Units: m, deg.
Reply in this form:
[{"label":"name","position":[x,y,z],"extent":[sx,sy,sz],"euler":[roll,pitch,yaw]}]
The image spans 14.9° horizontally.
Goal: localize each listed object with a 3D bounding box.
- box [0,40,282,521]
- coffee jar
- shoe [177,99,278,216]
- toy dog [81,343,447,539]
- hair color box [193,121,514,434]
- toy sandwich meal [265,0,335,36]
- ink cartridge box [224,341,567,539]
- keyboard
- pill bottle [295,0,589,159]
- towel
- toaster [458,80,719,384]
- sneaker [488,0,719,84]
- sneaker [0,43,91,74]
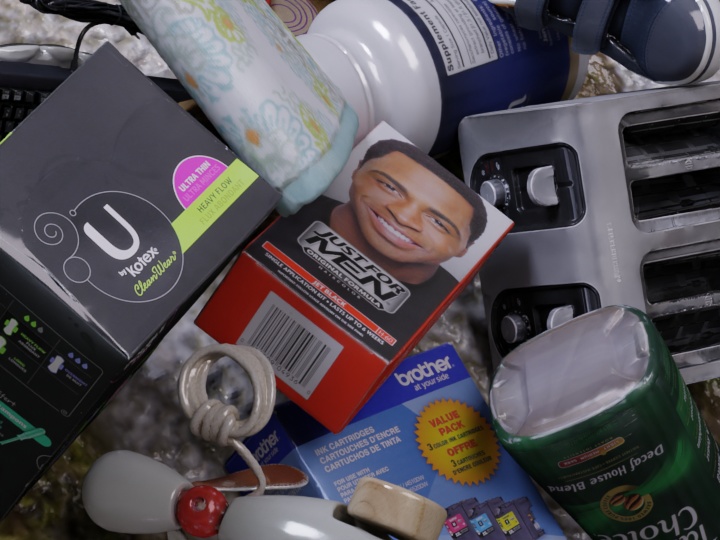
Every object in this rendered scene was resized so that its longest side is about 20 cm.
[{"label":"box","position":[-0.160,0.010,1.422],"extent":[0.124,0.200,0.149],"euler":[41,49,0]},{"label":"coffee jar","position":[0.160,0.116,1.547],"extent":[0.200,0.104,0.085],"euler":[52,21,-37]},{"label":"shoe","position":[-0.086,-0.054,1.536],"extent":[0.200,0.053,0.070],"euler":[10,72,-73]},{"label":"toy dog","position":[-0.038,0.143,1.433],"extent":[0.200,0.096,0.132],"euler":[39,84,27]},{"label":"hair color box","position":[0.000,0.000,1.520],"extent":[0.101,0.061,0.200],"euler":[37,32,3]},{"label":"toy sandwich meal","position":[-0.064,-0.229,1.715],"extent":[0.205,0.070,0.205],"euler":[14,55,-21]},{"label":"ink cartridge box","position":[0.019,0.129,1.532],"extent":[0.136,0.076,0.200],"euler":[-20,70,-37]},{"label":"keyboard","position":[-0.159,-0.098,1.538],"extent":[0.200,0.021,0.127],"euler":[2,102,-44]},{"label":"pill bottle","position":[0.034,-0.122,1.676],"extent":[0.200,0.111,0.111],"euler":[-21,73,-37]},{"label":"towel","position":[-0.071,-0.118,1.482],"extent":[0.171,0.048,0.200],"euler":[50,9,-7]},{"label":"toaster","position":[0.173,-0.017,1.646],"extent":[0.200,0.119,0.181],"euler":[-9,93,-31]},{"label":"sneaker","position":[0.127,-0.169,1.623],"extent":[0.079,0.079,0.200],"euler":[-12,40,-38]},{"label":"sneaker","position":[-0.221,-0.085,1.547],"extent":[0.200,0.081,0.084],"euler":[-7,95,-39]}]
